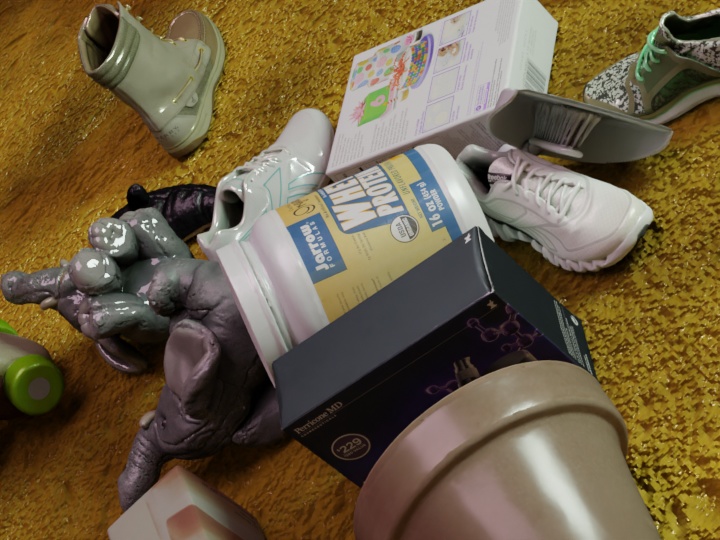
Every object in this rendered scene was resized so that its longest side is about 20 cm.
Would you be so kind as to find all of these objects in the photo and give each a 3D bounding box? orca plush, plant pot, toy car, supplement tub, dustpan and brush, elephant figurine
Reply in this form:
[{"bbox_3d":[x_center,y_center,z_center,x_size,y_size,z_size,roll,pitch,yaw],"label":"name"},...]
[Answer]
[{"bbox_3d":[-0.199,-0.052,2.044,0.200,0.071,0.105,-4,54,46],"label":"orca plush"},{"bbox_3d":[0.123,0.188,1.387,0.200,0.200,0.175,-44,54,7],"label":"plant pot"},{"bbox_3d":[-0.391,0.157,2.038,0.164,0.158,0.200,29,109,59],"label":"toy car"},{"bbox_3d":[0.000,0.000,1.660,0.200,0.145,0.145,-24,35,-5],"label":"supplement tub"},{"bbox_3d":[0.150,-0.108,1.696,0.200,0.139,0.057,-159,83,-74],"label":"dustpan and brush"},{"bbox_3d":[-0.122,0.098,1.774,0.155,0.141,0.200,106,172,-60],"label":"elephant figurine"},{"bbox_3d":[-0.230,0.024,1.968,0.141,0.155,0.200,-26,-5,-28],"label":"elephant figurine"}]

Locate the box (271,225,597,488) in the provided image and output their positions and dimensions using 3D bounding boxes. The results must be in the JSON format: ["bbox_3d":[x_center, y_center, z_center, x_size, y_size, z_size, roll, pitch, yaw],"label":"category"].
[{"bbox_3d":[0.055,0.078,1.580,0.200,0.141,0.079,-34,36,21],"label":"box"}]

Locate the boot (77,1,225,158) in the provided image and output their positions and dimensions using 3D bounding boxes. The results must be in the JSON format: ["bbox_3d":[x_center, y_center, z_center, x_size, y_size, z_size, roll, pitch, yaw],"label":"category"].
[{"bbox_3d":[-0.217,-0.231,2.162,0.072,0.155,0.200,-27,40,29],"label":"boot"}]

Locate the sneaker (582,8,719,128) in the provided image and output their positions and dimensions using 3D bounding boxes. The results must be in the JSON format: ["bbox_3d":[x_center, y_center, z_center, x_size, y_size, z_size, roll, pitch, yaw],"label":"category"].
[{"bbox_3d":[0.251,-0.175,1.653,0.200,0.089,0.077,-15,47,39],"label":"sneaker"}]

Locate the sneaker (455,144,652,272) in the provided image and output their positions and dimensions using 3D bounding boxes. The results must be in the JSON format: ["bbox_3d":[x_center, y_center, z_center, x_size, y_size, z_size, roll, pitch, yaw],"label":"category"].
[{"bbox_3d":[0.147,-0.054,1.661,0.200,0.081,0.075,17,69,52],"label":"sneaker"}]

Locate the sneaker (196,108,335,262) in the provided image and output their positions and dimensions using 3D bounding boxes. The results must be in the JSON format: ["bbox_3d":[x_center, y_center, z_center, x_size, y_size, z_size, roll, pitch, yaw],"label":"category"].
[{"bbox_3d":[-0.084,-0.077,1.937,0.070,0.080,0.200,-8,50,46],"label":"sneaker"}]

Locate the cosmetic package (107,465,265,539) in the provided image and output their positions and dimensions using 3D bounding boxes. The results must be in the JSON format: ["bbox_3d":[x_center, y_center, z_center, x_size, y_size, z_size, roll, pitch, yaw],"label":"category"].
[{"bbox_3d":[-0.116,0.257,1.630,0.087,0.103,0.200,-43,36,10],"label":"cosmetic package"}]

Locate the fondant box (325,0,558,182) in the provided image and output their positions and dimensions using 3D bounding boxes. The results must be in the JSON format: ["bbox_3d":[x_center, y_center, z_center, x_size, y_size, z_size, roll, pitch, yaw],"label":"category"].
[{"bbox_3d":[0.072,-0.153,1.857,0.200,0.058,0.144,-18,45,36],"label":"fondant box"}]
